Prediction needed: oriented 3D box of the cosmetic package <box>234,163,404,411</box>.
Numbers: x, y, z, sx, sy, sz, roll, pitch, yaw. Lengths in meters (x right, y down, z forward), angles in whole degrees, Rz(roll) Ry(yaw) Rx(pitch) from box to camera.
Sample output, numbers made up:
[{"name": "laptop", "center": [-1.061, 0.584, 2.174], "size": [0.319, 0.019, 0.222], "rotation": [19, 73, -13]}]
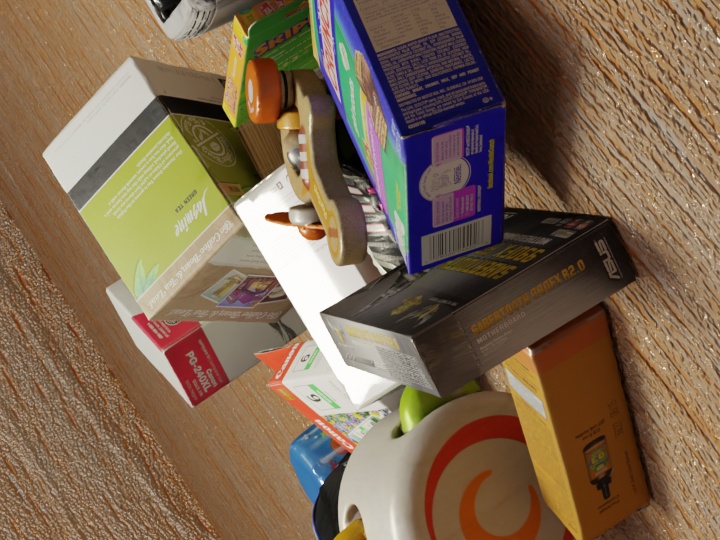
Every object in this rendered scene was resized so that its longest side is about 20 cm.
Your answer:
[{"name": "cosmetic package", "center": [0.000, 0.000, 1.690], "size": [0.085, 0.108, 0.200], "rotation": [-34, 82, 37]}]

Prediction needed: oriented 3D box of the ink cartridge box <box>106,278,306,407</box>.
[{"name": "ink cartridge box", "center": [-0.124, 0.021, 2.008], "size": [0.145, 0.200, 0.083], "rotation": [41, 160, 52]}]

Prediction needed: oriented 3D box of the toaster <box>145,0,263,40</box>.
[{"name": "toaster", "center": [-0.100, -0.248, 1.546], "size": [0.114, 0.129, 0.200], "rotation": [60, 165, -5]}]

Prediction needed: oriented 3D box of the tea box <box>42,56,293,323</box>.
[{"name": "tea box", "center": [-0.137, -0.066, 1.832], "size": [0.197, 0.134, 0.200], "rotation": [55, -156, 20]}]

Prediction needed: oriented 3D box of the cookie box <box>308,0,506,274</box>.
[{"name": "cookie box", "center": [0.028, -0.129, 1.376], "size": [0.171, 0.075, 0.200], "rotation": [85, 165, -59]}]

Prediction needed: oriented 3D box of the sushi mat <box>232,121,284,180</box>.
[{"name": "sushi mat", "center": [-0.035, -0.053, 1.773], "size": [0.012, 0.096, 0.200], "rotation": [-36, 77, 38]}]

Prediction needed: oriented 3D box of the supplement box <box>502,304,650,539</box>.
[{"name": "supplement box", "center": [0.153, 0.103, 1.498], "size": [0.069, 0.066, 0.200], "rotation": [41, 156, 51]}]

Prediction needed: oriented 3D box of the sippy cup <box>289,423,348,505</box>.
[{"name": "sippy cup", "center": [0.006, 0.179, 2.009], "size": [0.178, 0.130, 0.140], "rotation": [52, 164, 25]}]

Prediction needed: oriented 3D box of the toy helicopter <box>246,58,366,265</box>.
[{"name": "toy helicopter", "center": [-0.031, -0.062, 1.508], "size": [0.200, 0.079, 0.132], "rotation": [-113, 24, -52]}]

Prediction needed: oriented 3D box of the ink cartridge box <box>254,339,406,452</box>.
[{"name": "ink cartridge box", "center": [-0.017, 0.112, 1.824], "size": [0.109, 0.050, 0.200], "rotation": [41, 153, -22]}]

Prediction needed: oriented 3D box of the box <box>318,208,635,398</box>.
[{"name": "box", "center": [0.075, 0.017, 1.415], "size": [0.048, 0.158, 0.200], "rotation": [63, 166, -12]}]

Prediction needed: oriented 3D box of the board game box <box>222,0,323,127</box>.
[{"name": "board game box", "center": [-0.057, -0.176, 1.604], "size": [0.030, 0.095, 0.200], "rotation": [58, 165, 9]}]

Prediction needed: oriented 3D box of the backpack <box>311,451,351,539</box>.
[{"name": "backpack", "center": [0.054, 0.225, 1.845], "size": [0.147, 0.183, 0.200], "rotation": [44, -178, -26]}]

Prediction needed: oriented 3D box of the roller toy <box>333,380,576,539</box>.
[{"name": "roller toy", "center": [0.081, 0.192, 1.641], "size": [0.182, 0.200, 0.140], "rotation": [24, 164, -20]}]

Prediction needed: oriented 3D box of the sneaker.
[{"name": "sneaker", "center": [0.023, -0.064, 1.595], "size": [0.200, 0.074, 0.087], "rotation": [58, 172, 27]}]
